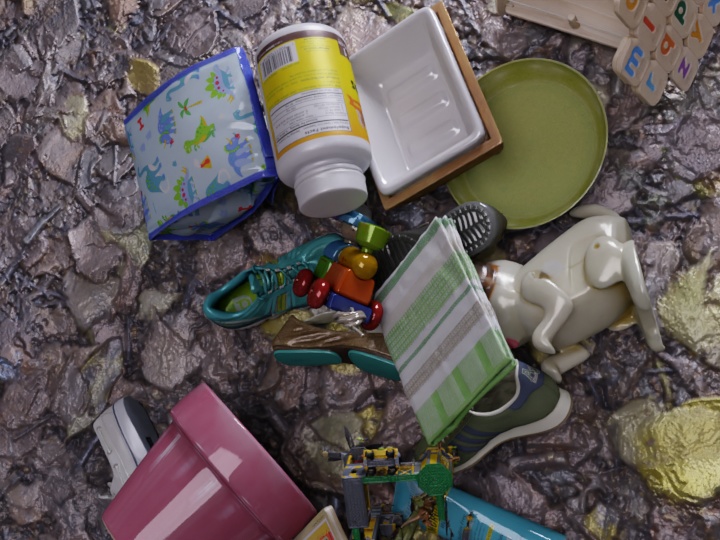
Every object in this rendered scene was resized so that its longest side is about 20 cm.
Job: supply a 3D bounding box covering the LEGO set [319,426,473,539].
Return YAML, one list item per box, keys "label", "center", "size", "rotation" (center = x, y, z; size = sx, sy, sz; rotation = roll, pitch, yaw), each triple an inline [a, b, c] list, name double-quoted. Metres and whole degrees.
- label: "LEGO set"
  center: [0.047, 0.261, 1.074]
  size: [0.153, 0.116, 0.201]
  rotation: [-12, 104, 10]

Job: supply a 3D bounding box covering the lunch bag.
- label: "lunch bag"
  center: [-0.180, -0.148, 1.195]
  size: [0.200, 0.127, 0.171]
  rotation: [-30, 71, 43]

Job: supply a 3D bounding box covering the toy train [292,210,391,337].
- label: "toy train"
  center: [0.000, 0.000, 1.072]
  size: [0.084, 0.200, 0.116]
  rotation: [22, 92, -19]

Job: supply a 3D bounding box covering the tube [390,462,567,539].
- label: "tube"
  center: [0.127, 0.280, 1.093]
  size: [0.199, 0.050, 0.078]
  rotation: [18, 111, 21]

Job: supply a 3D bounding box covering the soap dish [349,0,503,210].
- label: "soap dish"
  center: [0.070, -0.187, 1.145]
  size: [0.157, 0.081, 0.201]
  rotation: [-29, 65, 23]

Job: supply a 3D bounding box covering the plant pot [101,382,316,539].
- label: "plant pot"
  center: [-0.176, 0.256, 1.092]
  size: [0.179, 0.200, 0.200]
  rotation: [-41, 71, -11]

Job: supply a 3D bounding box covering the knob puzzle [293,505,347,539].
- label: "knob puzzle"
  center: [-0.031, 0.378, 1.056]
  size: [0.219, 0.030, 0.221]
  rotation: [26, 122, 51]

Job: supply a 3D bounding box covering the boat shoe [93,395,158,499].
- label: "boat shoe"
  center: [-0.280, 0.261, 1.214]
  size: [0.086, 0.075, 0.203]
  rotation: [-34, 71, 10]

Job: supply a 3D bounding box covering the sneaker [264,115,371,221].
- label: "sneaker"
  center: [-0.044, -0.139, 1.198]
  size: [0.100, 0.075, 0.200]
  rotation: [-43, 72, 9]

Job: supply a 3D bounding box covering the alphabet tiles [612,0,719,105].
- label: "alphabet tiles"
  center: [0.329, -0.283, 1.045]
  size: [0.015, 0.195, 0.201]
  rotation: [25, 90, 42]

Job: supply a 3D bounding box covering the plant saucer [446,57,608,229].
- label: "plant saucer"
  center: [0.189, -0.143, 1.134]
  size: [0.199, 0.031, 0.202]
  rotation: [-7, 76, 27]

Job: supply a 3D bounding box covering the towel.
- label: "towel"
  center: [0.085, 0.061, 1.038]
  size: [0.149, 0.031, 0.201]
  rotation: [-53, 42, 34]

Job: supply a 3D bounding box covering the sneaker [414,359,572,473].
- label: "sneaker"
  center: [0.122, 0.153, 1.066]
  size: [0.200, 0.090, 0.067]
  rotation: [-30, 34, 30]

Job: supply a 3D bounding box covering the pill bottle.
- label: "pill bottle"
  center: [-0.050, -0.166, 1.107]
  size: [0.109, 0.109, 0.201]
  rotation: [-17, 72, 15]

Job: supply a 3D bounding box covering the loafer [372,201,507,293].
- label: "loafer"
  center: [0.089, -0.021, 1.130]
  size: [0.199, 0.069, 0.076]
  rotation: [-22, 80, 39]

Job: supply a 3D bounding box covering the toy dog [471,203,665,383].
- label: "toy dog"
  center: [0.203, 0.020, 1.064]
  size: [0.199, 0.140, 0.195]
  rotation: [-17, 64, 15]

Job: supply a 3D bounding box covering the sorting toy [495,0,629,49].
- label: "sorting toy"
  center: [0.245, -0.333, 1.074]
  size: [0.199, 0.180, 0.107]
  rotation: [24, 84, 22]

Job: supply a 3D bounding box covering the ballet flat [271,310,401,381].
- label: "ballet flat"
  center: [-0.008, 0.083, 1.167]
  size: [0.199, 0.068, 0.073]
  rotation: [5, 63, 22]

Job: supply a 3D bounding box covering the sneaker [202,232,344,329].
- label: "sneaker"
  center: [-0.099, 0.018, 1.190]
  size: [0.199, 0.080, 0.078]
  rotation: [-28, 74, 11]
